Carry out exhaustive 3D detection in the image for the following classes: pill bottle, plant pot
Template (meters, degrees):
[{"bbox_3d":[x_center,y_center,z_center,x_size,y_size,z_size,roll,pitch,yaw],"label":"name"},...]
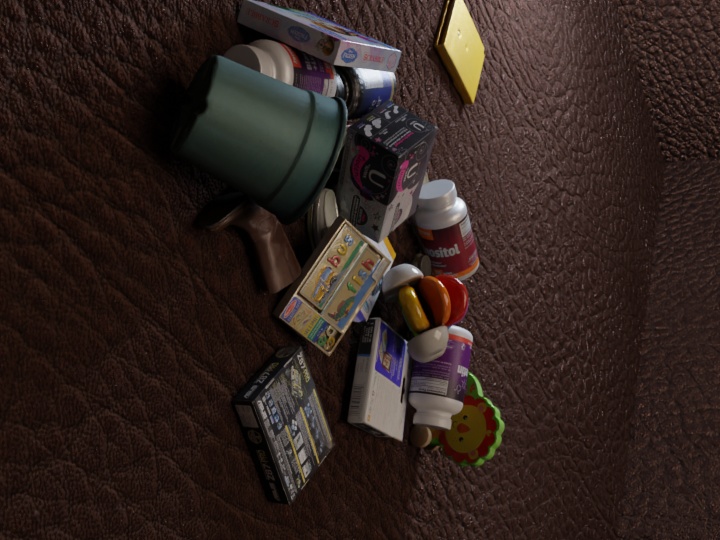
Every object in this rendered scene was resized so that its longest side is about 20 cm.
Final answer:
[{"bbox_3d":[0.159,0.214,1.886,0.112,0.112,0.202,30,67,-55],"label":"pill bottle"},{"bbox_3d":[-0.132,-0.303,1.480,0.199,0.110,0.113,-11,97,-60],"label":"pill bottle"},{"bbox_3d":[0.179,-0.084,1.989,0.113,0.112,0.201,-53,134,-47],"label":"pill bottle"},{"bbox_3d":[-0.152,-0.195,1.328,0.195,0.200,0.202,24,63,-24],"label":"plant pot"},{"bbox_3d":[-0.026,-0.322,1.664,0.200,0.111,0.113,-25,109,-57],"label":"pill bottle"}]

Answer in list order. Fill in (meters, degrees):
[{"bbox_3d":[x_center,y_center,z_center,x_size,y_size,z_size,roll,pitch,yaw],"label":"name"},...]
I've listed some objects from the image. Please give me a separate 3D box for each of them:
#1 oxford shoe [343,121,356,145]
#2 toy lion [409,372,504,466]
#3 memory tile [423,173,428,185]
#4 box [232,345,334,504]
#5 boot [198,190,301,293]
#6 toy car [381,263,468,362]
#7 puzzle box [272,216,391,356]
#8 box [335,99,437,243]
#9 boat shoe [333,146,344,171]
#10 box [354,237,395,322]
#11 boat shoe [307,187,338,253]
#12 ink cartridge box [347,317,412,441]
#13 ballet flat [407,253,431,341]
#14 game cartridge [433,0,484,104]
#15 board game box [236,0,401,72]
[{"bbox_3d":[-0.070,-0.209,1.631,0.200,0.070,0.075,-34,122,-45],"label":"oxford shoe"},{"bbox_3d":[0.204,0.299,1.930,0.069,0.190,0.202,33,59,-54],"label":"toy lion"},{"bbox_3d":[0.086,-0.204,1.942,0.200,0.017,0.155,-47,127,-52],"label":"memory tile"},{"bbox_3d":[-0.120,0.248,1.519,0.161,0.049,0.202,-47,127,-49],"label":"box"},{"bbox_3d":[-0.164,-0.033,1.461,0.186,0.064,0.202,-47,132,-48],"label":"boot"},{"bbox_3d":[0.134,0.069,1.781,0.200,0.149,0.176,73,-7,-77],"label":"toy car"},{"bbox_3d":[-0.045,0.027,1.581,0.133,0.025,0.201,40,78,-34],"label":"puzzle box"},{"bbox_3d":[0.041,-0.173,1.665,0.132,0.114,0.201,-41,154,-41],"label":"box"},{"bbox_3d":[0.002,-0.221,1.757,0.200,0.056,0.069,-29,112,-57],"label":"boat shoe"},{"bbox_3d":[0.000,0.000,1.756,0.120,0.041,0.201,62,41,-37],"label":"box"},{"bbox_3d":[-0.048,-0.047,1.646,0.075,0.068,0.202,-5,91,-60],"label":"boat shoe"},{"bbox_3d":[0.042,0.213,1.799,0.200,0.043,0.200,41,54,-59],"label":"ink cartridge box"},{"bbox_3d":[0.116,0.066,1.953,0.067,0.046,0.202,-6,97,-56],"label":"ballet flat"},{"bbox_3d":[0.237,-0.524,2.219,0.200,0.032,0.178,53,44,-47],"label":"game cartridge"},{"bbox_3d":[-0.063,-0.379,1.524,0.199,0.199,0.041,-14,128,-60],"label":"board game box"}]
